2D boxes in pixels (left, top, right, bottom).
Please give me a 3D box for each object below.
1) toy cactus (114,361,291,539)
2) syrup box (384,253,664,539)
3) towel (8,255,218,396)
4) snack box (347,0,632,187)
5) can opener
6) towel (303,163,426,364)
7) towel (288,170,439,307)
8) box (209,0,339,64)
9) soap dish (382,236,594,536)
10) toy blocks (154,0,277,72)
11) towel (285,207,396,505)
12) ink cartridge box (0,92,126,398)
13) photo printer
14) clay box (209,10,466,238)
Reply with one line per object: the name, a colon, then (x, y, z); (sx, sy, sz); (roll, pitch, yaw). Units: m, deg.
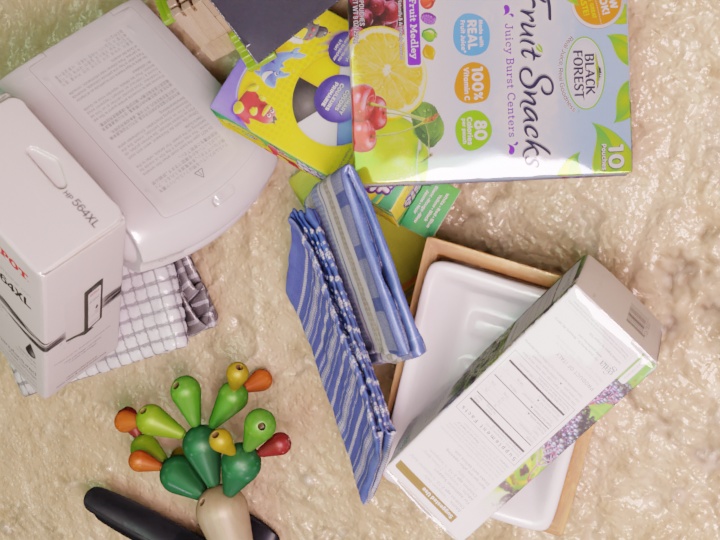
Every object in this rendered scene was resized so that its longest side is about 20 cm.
toy cactus: (-0.126, 0.168, 1.260); (0.198, 0.102, 0.167); (-16, 92, 36)
syrup box: (0.115, 0.091, 1.034); (0.081, 0.079, 0.200); (43, 112, 0)
towel: (-0.231, 0.006, 1.280); (0.198, 0.085, 0.168); (-19, 88, 25)
snack box: (0.092, -0.135, 1.052); (0.197, 0.053, 0.144); (-2, 92, 5)
can opener: (-0.165, 0.244, 1.328); (0.198, 0.079, 0.064); (15, 148, 26)
towel: (0.000, 0.000, 1.098); (0.024, 0.200, 0.149); (-20, 89, -10)
towel: (0.026, -0.014, 1.186); (0.086, 0.018, 0.201); (-36, 85, 24)
box: (-0.063, -0.277, 1.036); (0.104, 0.200, 0.183); (-31, 106, 29)
soap dish: (0.106, 0.085, 1.121); (0.155, 0.081, 0.202); (16, 109, 11)
toy blocks: (-0.140, -0.258, 1.107); (0.099, 0.137, 0.202); (-27, 66, 8)
towel: (-0.022, 0.066, 1.140); (0.145, 0.024, 0.202); (102, 151, -61)
ink cartridge box: (-0.259, -0.015, 1.141); (0.146, 0.084, 0.201); (44, 151, 16)
photo printer: (-0.176, -0.105, 1.183); (0.200, 0.166, 0.070); (46, 150, 8)
clay box: (-0.003, -0.121, 1.128); (0.199, 0.048, 0.116); (30, 83, 18)
